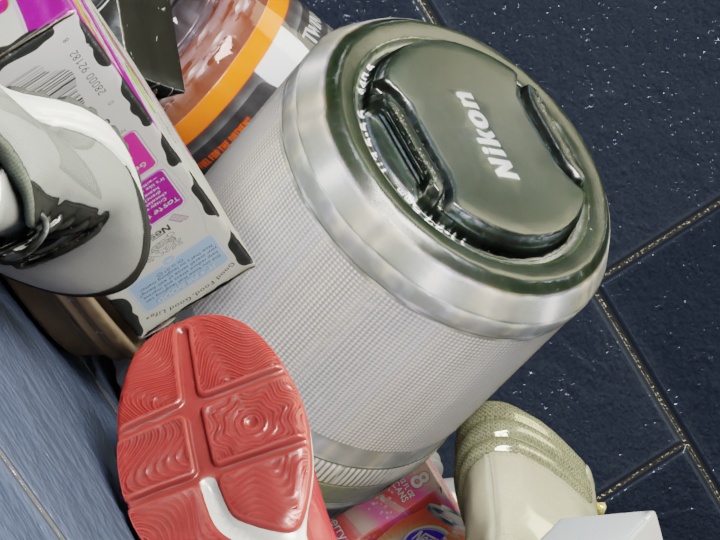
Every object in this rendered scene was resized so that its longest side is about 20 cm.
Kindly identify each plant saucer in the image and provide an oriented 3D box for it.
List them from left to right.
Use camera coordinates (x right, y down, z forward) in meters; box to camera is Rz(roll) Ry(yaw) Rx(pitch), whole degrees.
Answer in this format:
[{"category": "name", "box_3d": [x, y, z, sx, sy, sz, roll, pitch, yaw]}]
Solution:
[{"category": "plant saucer", "box_3d": [-0.154, -0.042, 1.239, 0.200, 0.029, 0.200, 57, 0, 1]}]

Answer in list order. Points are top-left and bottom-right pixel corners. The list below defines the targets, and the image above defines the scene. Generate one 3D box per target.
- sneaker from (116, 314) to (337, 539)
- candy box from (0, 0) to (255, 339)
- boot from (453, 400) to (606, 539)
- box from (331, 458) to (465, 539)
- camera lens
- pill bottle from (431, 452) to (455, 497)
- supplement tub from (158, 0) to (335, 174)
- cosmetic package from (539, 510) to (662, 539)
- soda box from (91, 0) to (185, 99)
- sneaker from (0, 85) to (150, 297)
[{"category": "sneaker", "box_3d": [-0.036, 0.122, 1.131, 0.116, 0.078, 0.200, 73, -1, -58]}, {"category": "candy box", "box_3d": [-0.125, -0.078, 1.160, 0.136, 0.061, 0.200, 58, 1, 34]}, {"category": "boot", "box_3d": [0.095, 0.170, 1.337, 0.155, 0.072, 0.200, -96, 162, -51]}, {"category": "box", "box_3d": [-0.029, 0.084, 1.499, 0.200, 0.103, 0.095, 57, 0, 36]}, {"category": "camera lens", "box_3d": [0.000, 0.000, 1.295, 0.160, 0.200, 0.160, 23, 43, -23]}, {"category": "pill bottle", "box_3d": [0.052, 0.200, 1.822, 0.200, 0.112, 0.112, 57, 0, 23]}, {"category": "supplement tub", "box_3d": [-0.044, -0.074, 1.419, 0.200, 0.107, 0.107, 39, 7, -19]}, {"category": "cosmetic package", "box_3d": [0.094, 0.217, 1.168, 0.151, 0.052, 0.200, -33, 112, -54]}, {"category": "soda box", "box_3d": [-0.134, -0.173, 1.330, 0.071, 0.063, 0.200, 12, 66, -70]}, {"category": "sneaker", "box_3d": [-0.129, -0.028, 1.017, 0.200, 0.074, 0.079, 45, 20, -59]}]
